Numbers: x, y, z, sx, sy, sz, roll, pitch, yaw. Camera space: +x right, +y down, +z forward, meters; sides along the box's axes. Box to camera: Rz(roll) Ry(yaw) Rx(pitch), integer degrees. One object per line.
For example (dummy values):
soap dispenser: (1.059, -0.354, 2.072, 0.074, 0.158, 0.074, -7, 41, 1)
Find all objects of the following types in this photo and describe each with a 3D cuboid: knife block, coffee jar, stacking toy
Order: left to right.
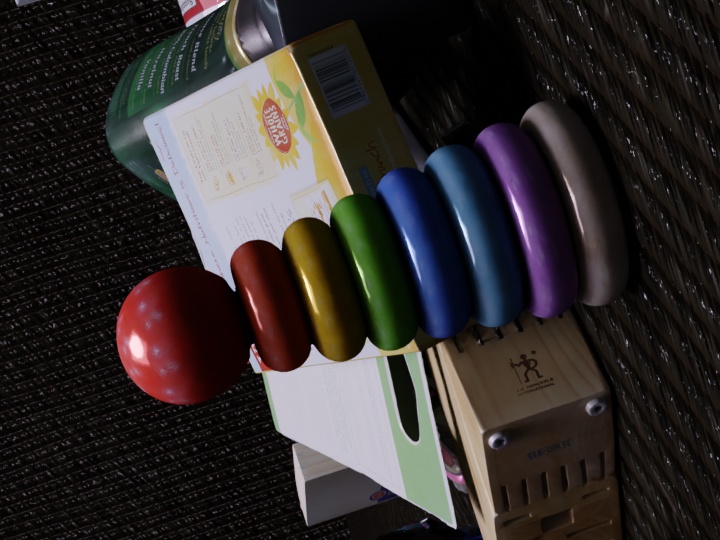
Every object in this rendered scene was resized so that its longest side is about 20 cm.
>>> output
coffee jar: (-0.052, -0.104, 1.155, 0.200, 0.104, 0.085, -30, 35, 53)
stacking toy: (0.000, 0.000, 0.833, 0.085, 0.200, 0.085, 162, 90, -84)
knife block: (0.064, 0.034, 1.025, 0.200, 0.064, 0.176, 78, 173, -47)

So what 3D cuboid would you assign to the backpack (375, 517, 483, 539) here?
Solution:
backpack: (0.066, 0.235, 1.271, 0.200, 0.134, 0.183, -14, -92, -62)

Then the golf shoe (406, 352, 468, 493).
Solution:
golf shoe: (0.052, 0.042, 1.145, 0.200, 0.073, 0.092, -134, 29, -67)

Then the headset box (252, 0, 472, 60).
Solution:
headset box: (-0.027, -0.212, 0.990, 0.200, 0.093, 0.174, -114, 9, -48)

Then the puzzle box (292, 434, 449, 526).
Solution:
puzzle box: (0.023, 0.118, 1.336, 0.200, 0.133, 0.025, 96, 156, -75)

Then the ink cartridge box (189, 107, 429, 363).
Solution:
ink cartridge box: (-0.032, -0.039, 1.311, 0.200, 0.145, 0.083, -119, 11, -63)

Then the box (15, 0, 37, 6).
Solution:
box: (-0.059, -0.211, 0.764, 0.177, 0.200, 0.097, 82, 169, -55)

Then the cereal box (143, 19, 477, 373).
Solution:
cereal box: (-0.028, -0.027, 0.986, 0.200, 0.039, 0.144, -11, 104, 66)

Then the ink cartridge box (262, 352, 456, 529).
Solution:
ink cartridge box: (0.002, 0.035, 1.084, 0.200, 0.048, 0.146, 18, 125, 58)

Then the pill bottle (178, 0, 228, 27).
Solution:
pill bottle: (-0.067, -0.204, 1.317, 0.112, 0.112, 0.200, 155, 97, -85)
